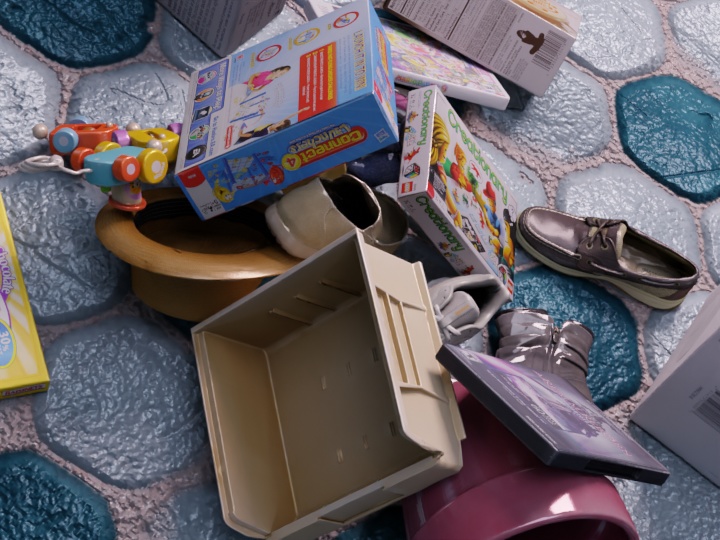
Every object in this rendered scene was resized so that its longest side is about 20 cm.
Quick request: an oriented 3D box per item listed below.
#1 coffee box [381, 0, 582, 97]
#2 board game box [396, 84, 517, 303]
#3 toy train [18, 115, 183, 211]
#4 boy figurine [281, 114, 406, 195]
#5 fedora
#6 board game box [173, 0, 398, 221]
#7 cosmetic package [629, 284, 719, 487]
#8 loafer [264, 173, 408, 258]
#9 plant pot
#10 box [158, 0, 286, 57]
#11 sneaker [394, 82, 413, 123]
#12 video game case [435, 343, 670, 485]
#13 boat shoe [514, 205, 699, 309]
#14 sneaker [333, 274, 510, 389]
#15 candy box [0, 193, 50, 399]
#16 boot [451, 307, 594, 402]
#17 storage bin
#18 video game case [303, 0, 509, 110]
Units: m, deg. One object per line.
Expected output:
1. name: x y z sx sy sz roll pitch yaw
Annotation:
1. coffee box: 0.135 -0.282 1.540 0.199 0.080 0.114 30 24 0
2. board game box: 0.098 -0.069 1.375 0.034 0.200 0.127 -12 53 26
3. toy train: -0.237 -0.096 1.288 0.149 0.056 0.200 -2 18 0
4. boy figurine: -0.043 -0.112 1.390 0.199 0.125 0.065 -1 35 8
5. fedora: -0.146 -0.009 1.286 0.199 0.082 0.201 11 25 -5
6. board game box: -0.067 -0.153 1.305 0.195 0.056 0.200 -21 33 13
7. cosmetic package: 0.392 0.071 1.369 0.123 0.200 0.200 37 56 6
8. loafer: -0.006 -0.048 1.302 0.200 0.068 0.076 -7 63 -59
9. plant pot: 0.115 0.199 1.216 0.199 0.201 0.180 -3 45 -20
10. box: -0.163 -0.358 1.445 0.200 0.184 0.105 42 57 8
11. sneaker: -0.027 -0.168 1.444 0.199 0.087 0.080 27 16 22
12. video game case: 0.165 0.123 1.190 0.199 0.019 0.143 17 21 -50
13. boat shoe: 0.257 -0.026 1.462 0.199 0.065 0.074 20 57 -6
14. sneaker: 0.059 0.052 1.302 0.200 0.092 0.076 -36 96 -39
15. candy box: -0.348 0.023 1.250 0.102 0.026 0.201 -9 64 -27
16. boot: 0.136 0.095 1.357 0.199 0.070 0.132 16 53 -23
17. storage bin: -0.030 0.106 1.196 0.093 0.199 0.200 21 47 -48
18. video game case: 0.047 -0.229 1.485 0.199 0.018 0.143 11 30 -23
